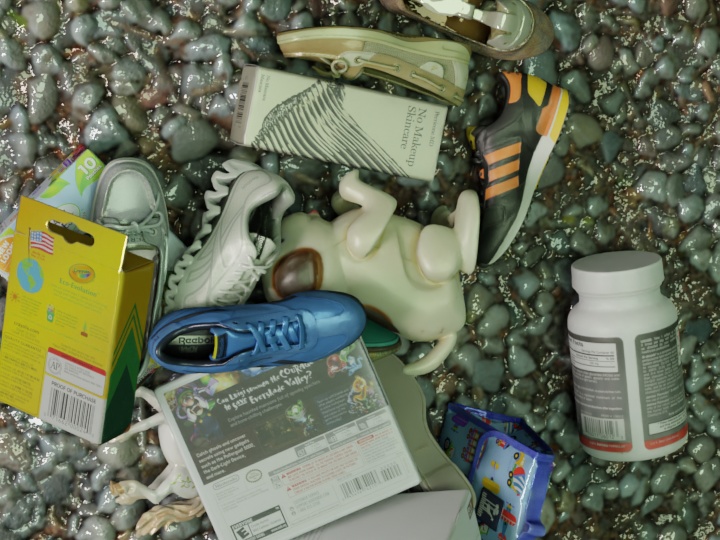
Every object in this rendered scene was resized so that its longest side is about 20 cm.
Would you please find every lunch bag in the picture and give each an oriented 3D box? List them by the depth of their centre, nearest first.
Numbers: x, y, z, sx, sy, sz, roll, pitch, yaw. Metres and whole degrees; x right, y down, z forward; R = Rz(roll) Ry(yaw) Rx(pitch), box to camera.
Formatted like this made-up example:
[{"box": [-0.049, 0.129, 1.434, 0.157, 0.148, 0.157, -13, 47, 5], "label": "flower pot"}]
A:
[{"box": [0.142, 0.236, 1.624, 0.093, 0.200, 0.152, 14, 95, -19], "label": "lunch bag"}]

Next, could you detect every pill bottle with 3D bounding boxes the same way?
[{"box": [0.277, 0.088, 1.684, 0.115, 0.116, 0.201, -10, 102, -15], "label": "pill bottle"}]

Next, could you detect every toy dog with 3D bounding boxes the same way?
[{"box": [0.000, 0.000, 1.574, 0.198, 0.140, 0.195, 4, 91, -12], "label": "toy dog"}]

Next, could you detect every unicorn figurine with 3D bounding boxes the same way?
[{"box": [-0.182, 0.159, 1.585, 0.136, 0.074, 0.201, -7, 121, -13], "label": "unicorn figurine"}]

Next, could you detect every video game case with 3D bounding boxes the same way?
[{"box": [-0.068, 0.154, 1.514, 0.199, 0.023, 0.183, -23, 96, 2], "label": "video game case"}]

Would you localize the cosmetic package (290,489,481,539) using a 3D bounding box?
[{"box": [0.008, 0.270, 1.551, 0.199, 0.102, 0.075, -5, 113, 20], "label": "cosmetic package"}]

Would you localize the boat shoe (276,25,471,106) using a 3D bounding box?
[{"box": [0.014, -0.202, 1.578, 0.199, 0.073, 0.064, 4, 94, -25], "label": "boat shoe"}]

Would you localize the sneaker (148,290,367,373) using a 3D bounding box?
[{"box": [-0.092, 0.062, 1.453, 0.199, 0.078, 0.066, -6, 100, -1], "label": "sneaker"}]

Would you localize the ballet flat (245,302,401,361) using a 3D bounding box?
[{"box": [-0.059, 0.073, 1.612, 0.199, 0.071, 0.071, 8, 97, -19], "label": "ballet flat"}]

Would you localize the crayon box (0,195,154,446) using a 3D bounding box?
[{"box": [-0.257, 0.041, 1.453, 0.126, 0.051, 0.201, 20, 111, 24], "label": "crayon box"}]

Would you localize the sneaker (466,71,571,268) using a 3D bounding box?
[{"box": [0.139, -0.106, 1.642, 0.090, 0.070, 0.201, 23, 92, -4], "label": "sneaker"}]

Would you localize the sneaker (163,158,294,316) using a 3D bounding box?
[{"box": [-0.122, -0.004, 1.507, 0.075, 0.081, 0.201, 21, 87, -50], "label": "sneaker"}]

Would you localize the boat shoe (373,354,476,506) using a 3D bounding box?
[{"box": [0.047, 0.176, 1.630, 0.067, 0.057, 0.201, -17, 65, -29], "label": "boat shoe"}]

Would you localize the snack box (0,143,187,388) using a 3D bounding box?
[{"box": [-0.243, 0.001, 1.542, 0.142, 0.053, 0.200, -45, 110, -6], "label": "snack box"}]

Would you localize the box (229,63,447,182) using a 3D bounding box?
[{"box": [-0.022, -0.144, 1.577, 0.199, 0.068, 0.083, 9, 95, -18], "label": "box"}]

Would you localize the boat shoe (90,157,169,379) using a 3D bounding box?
[{"box": [-0.211, -0.001, 1.489, 0.074, 0.065, 0.204, 2, 100, -18], "label": "boat shoe"}]

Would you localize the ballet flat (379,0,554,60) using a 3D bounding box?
[{"box": [0.112, -0.252, 1.600, 0.199, 0.067, 0.069, 12, 96, -19], "label": "ballet flat"}]
